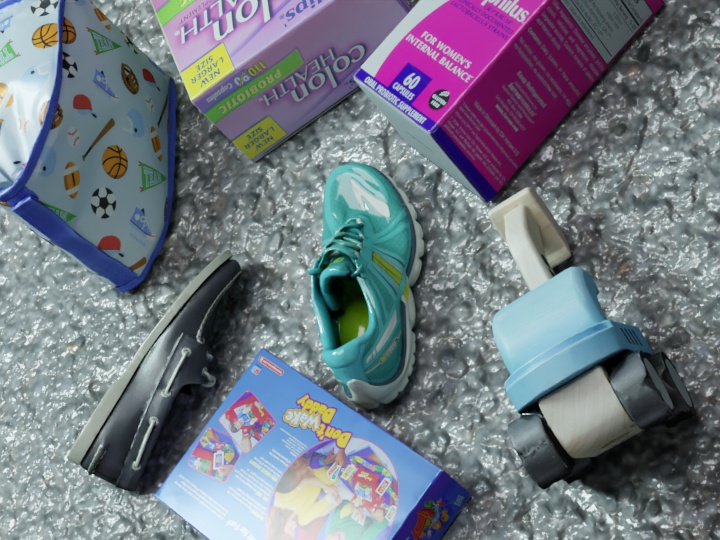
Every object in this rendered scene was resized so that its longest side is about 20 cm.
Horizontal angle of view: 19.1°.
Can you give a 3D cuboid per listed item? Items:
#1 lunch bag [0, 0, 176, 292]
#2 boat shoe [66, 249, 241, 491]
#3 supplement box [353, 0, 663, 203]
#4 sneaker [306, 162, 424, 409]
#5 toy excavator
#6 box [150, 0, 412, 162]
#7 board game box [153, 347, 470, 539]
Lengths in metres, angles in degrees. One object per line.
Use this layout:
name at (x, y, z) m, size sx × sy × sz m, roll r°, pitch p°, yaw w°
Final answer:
lunch bag at (-0.234, -0.100, 1.703) m, size 0.123 × 0.170 × 0.201 m, roll -23°, pitch 53°, yaw 23°
boat shoe at (-0.142, 0.077, 1.624) m, size 0.063 × 0.073 × 0.201 m, roll 35°, pitch 76°, yaw -1°
supplement box at (0.109, -0.169, 1.566) m, size 0.200 × 0.103 × 0.101 m, roll -48°, pitch 47°, yaw -3°
sneaker at (0.000, 0.000, 1.548) m, size 0.077 × 0.080 × 0.201 m, roll -21°, pitch 52°, yaw 22°
toy excavator at (0.133, 0.030, 1.417) m, size 0.100 × 0.194 × 0.201 m, roll -30°, pitch 78°, yaw 14°
box at (-0.069, -0.223, 1.720) m, size 0.175 × 0.097 × 0.201 m, roll -34°, pitch 50°, yaw 11°
board game box at (-0.037, 0.157, 1.498) m, size 0.200 × 0.045 × 0.135 m, roll 32°, pitch 82°, yaw 42°
